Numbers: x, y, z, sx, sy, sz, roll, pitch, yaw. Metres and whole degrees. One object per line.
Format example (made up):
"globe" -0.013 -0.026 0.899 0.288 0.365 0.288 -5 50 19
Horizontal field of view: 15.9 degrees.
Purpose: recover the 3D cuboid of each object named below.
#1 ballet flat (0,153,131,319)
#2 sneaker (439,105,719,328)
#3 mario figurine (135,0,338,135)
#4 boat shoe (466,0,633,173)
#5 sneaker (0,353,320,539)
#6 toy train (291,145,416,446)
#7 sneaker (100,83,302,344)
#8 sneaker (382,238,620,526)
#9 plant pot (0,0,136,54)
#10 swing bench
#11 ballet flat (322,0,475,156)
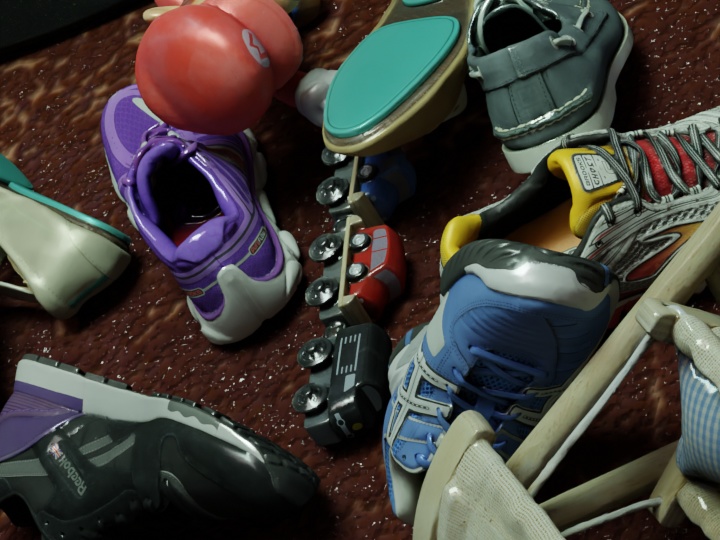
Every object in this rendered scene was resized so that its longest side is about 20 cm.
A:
"ballet flat" -0.198 -0.026 1.391 0.069 0.070 0.200 -46 41 -12
"sneaker" 0.126 -0.027 1.127 0.200 0.082 0.078 -29 52 8
"mario figurine" -0.052 -0.138 1.323 0.123 0.106 0.200 6 22 -1
"boat shoe" 0.086 -0.112 1.227 0.073 0.062 0.200 -24 20 15
"sneaker" -0.101 0.105 1.194 0.200 0.076 0.088 11 73 47
"toy train" 0.000 0.000 1.236 0.046 0.034 0.200 -15 44 21
"sneaker" -0.089 -0.049 1.312 0.081 0.083 0.200 -36 38 0
"sneaker" 0.056 0.049 1.064 0.075 0.200 0.077 14 64 -5
"plant pot" -0.176 -0.264 1.519 0.177 0.200 0.200 -4 48 18
"swing bench" 0.134 0.115 0.949 0.200 0.130 0.199 -38 40 -3
"ballet flat" 0.039 -0.112 1.290 0.068 0.063 0.200 -4 43 32
